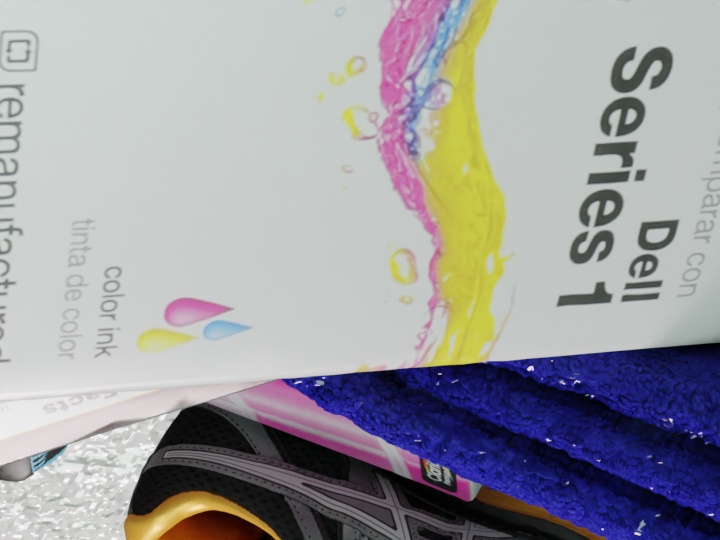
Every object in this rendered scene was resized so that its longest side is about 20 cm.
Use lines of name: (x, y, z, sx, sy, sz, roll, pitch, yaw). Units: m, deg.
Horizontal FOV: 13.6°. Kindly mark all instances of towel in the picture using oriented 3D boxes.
towel: (0.084, 0.013, 0.635, 0.200, 0.147, 0.050, -24, 127, -58)

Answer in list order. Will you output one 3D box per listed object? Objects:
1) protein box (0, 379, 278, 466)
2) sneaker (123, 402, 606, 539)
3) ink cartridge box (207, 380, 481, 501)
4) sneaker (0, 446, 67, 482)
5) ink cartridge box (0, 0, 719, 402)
protein box: (-0.098, -0.095, 0.646, 0.134, 0.199, 0.201, -17, 133, 4)
sneaker: (0.020, 0.096, 0.859, 0.077, 0.199, 0.079, -46, 153, -34)
ink cartridge box: (-0.055, -0.001, 0.823, 0.199, 0.037, 0.095, 22, 157, 14)
sneaker: (-0.151, -0.001, 0.792, 0.073, 0.199, 0.082, -36, 128, -30)
ink cartridge box: (-0.001, -0.061, 0.510, 0.199, 0.084, 0.145, -4, 129, -18)
